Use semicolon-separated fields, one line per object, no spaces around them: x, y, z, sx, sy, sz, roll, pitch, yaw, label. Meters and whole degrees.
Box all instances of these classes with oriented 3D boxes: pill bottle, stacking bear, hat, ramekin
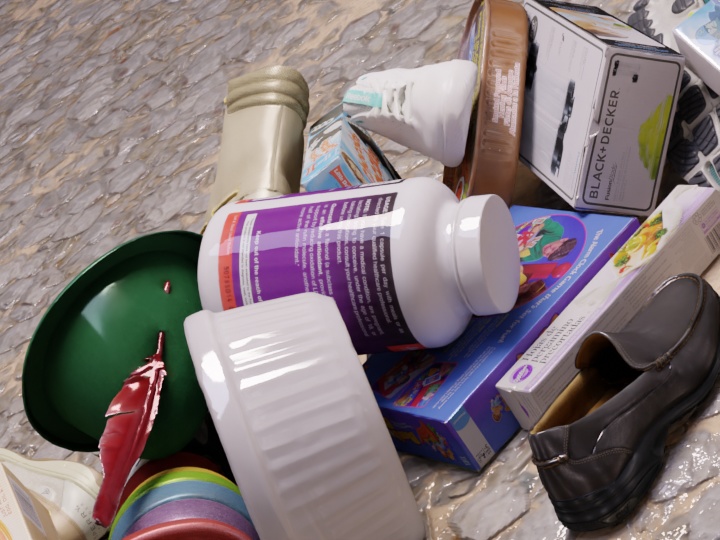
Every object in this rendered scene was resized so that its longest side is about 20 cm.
0.000;0.000;1.499;0.199;0.113;0.113;-6;35;23;pill bottle
-0.116;0.178;1.471;0.114;0.122;0.200;-41;16;4;stacking bear
-0.114;0.094;1.480;0.200;0.166;0.176;-42;49;-14;hat
-0.031;0.106;1.396;0.094;0.203;0.203;-22;25;-2;ramekin

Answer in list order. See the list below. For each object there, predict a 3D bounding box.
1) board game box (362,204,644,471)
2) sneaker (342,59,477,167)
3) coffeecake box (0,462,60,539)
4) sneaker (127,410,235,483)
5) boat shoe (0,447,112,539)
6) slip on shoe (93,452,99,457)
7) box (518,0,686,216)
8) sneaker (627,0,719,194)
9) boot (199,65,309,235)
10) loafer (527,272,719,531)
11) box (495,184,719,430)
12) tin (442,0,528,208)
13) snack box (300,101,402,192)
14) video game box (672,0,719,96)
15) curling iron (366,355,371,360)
0.092;0.041;1.524;0.200;0.045;0.134;-45;27;-21;board game box
0.032;-0.119;1.659;0.200;0.088;0.076;-174;95;-82;sneaker
-0.287;0.252;1.536;0.199;0.073;0.154;-35;45;1;coffeecake box
-0.090;0.103;1.602;0.199;0.074;0.089;-34;23;8;sneaker
-0.262;0.178;1.682;0.199;0.074;0.066;-6;32;46;boat shoe
-0.124;0.069;1.658;0.200;0.061;0.074;-48;45;24;slip on shoe
0.161;-0.119;1.616;0.060;0.118;0.200;7;14;-14;box
0.250;-0.129;1.593;0.077;0.079;0.201;-40;38;31;sneaker
-0.089;-0.062;1.765;0.200;0.072;0.157;133;143;-68;boot
0.163;0.063;1.367;0.072;0.072;0.200;-13;32;40;loafer
0.168;0.023;1.469;0.200;0.042;0.039;-47;27;-21;box
0.091;-0.107;1.670;0.112;0.042;0.201;108;169;-68;tin
0.007;-0.050;1.654;0.037;0.116;0.200;-35;12;10;snack box
0.334;-0.148;1.476;0.182;0.047;0.200;-35;50;-6;video game box
0.007;0.040;1.645;0.049;0.026;0.201;3;34;-5;curling iron
